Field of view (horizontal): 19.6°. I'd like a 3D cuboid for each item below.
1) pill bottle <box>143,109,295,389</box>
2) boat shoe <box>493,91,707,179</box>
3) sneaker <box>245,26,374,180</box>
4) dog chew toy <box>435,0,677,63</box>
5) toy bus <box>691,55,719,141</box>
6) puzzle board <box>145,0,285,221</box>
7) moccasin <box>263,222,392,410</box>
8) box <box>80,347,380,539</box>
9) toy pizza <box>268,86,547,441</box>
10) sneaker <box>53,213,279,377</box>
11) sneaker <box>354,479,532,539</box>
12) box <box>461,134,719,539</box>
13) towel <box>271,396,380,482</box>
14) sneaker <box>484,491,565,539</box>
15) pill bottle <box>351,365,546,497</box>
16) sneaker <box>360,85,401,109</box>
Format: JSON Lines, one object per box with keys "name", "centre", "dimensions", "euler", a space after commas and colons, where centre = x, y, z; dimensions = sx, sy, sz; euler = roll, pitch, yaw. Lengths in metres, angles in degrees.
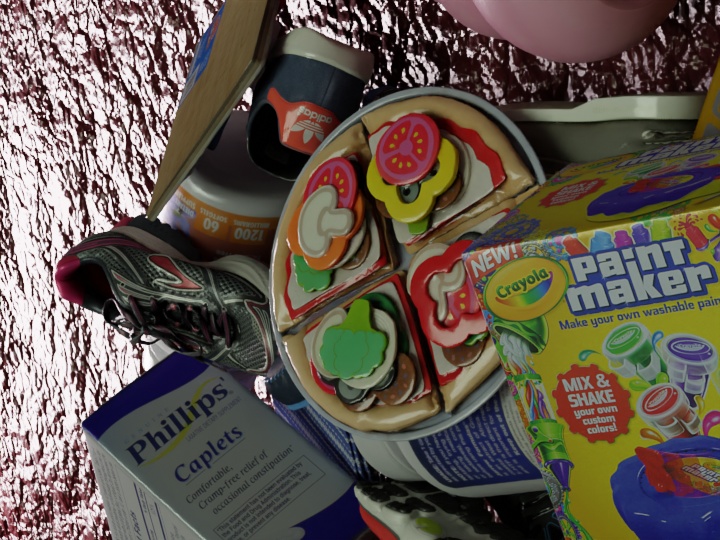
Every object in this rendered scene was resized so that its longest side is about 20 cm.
{"name": "pill bottle", "centre": [-0.097, -0.004, 1.469], "dimensions": [0.112, 0.112, 0.200], "euler": [48, 138, 36]}
{"name": "boat shoe", "centre": [0.118, -0.066, 1.163], "dimensions": [0.202, 0.072, 0.060], "euler": [1, 97, 52]}
{"name": "sneaker", "centre": [-0.046, -0.099, 1.332], "dimensions": [0.200, 0.075, 0.085], "euler": [160, 130, -82]}
{"name": "dog chew toy", "centre": [0.090, -0.178, 1.130], "dimensions": [0.200, 0.124, 0.125], "euler": [17, 115, 62]}
{"name": "toy bus", "centre": [0.209, -0.056, 1.036], "dimensions": [0.078, 0.065, 0.200], "euler": [46, 136, 38]}
{"name": "puzzle board", "centre": [-0.084, -0.141, 1.364], "dimensions": [0.151, 0.017, 0.200], "euler": [-52, 18, 37]}
{"name": "moccasin", "centre": [0.000, 0.000, 1.240], "dimensions": [0.200, 0.068, 0.081], "euler": [-48, 15, 25]}
{"name": "box", "centre": [-0.081, 0.180, 1.433], "dimensions": [0.200, 0.105, 0.184], "euler": [38, 153, 26]}
{"name": "toy pizza", "centre": [0.020, -0.006, 1.149], "dimensions": [0.200, 0.032, 0.201], "euler": [-10, 74, 37]}
{"name": "sneaker", "centre": [-0.117, 0.028, 1.364], "dimensions": [0.200, 0.075, 0.081], "euler": [20, 123, 38]}
{"name": "sneaker", "centre": [0.045, 0.180, 1.241], "dimensions": [0.200, 0.077, 0.085], "euler": [-139, 51, -67]}
{"name": "box", "centre": [0.185, 0.040, 0.965], "dimensions": [0.200, 0.122, 0.193], "euler": [-11, 107, 37]}
{"name": "towel", "centre": [-0.024, 0.108, 1.421], "dimensions": [0.145, 0.024, 0.200], "euler": [46, 159, 41]}
{"name": "sneaker", "centre": [0.120, 0.166, 1.232], "dimensions": [0.200, 0.082, 0.073], "euler": [46, 139, 40]}
{"name": "pill bottle", "centre": [0.085, 0.070, 1.200], "dimensions": [0.200, 0.120, 0.120], "euler": [-14, 89, 51]}
{"name": "sneaker", "centre": [0.008, -0.032, 1.354], "dimensions": [0.085, 0.077, 0.200], "euler": [57, 136, 44]}
